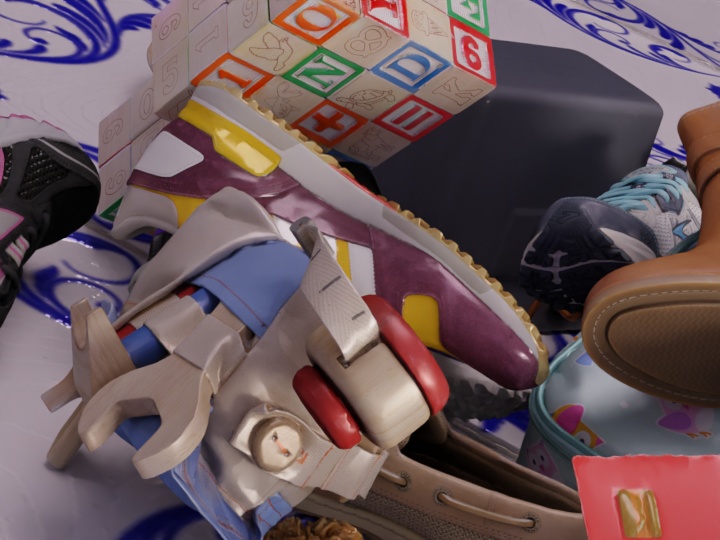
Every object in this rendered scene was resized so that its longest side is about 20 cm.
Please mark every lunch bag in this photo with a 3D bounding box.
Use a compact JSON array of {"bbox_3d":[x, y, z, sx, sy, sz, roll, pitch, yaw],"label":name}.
[{"bbox_3d":[0.182,0.067,0.872,0.160,0.077,0.200,34,52,27],"label":"lunch bag"}]

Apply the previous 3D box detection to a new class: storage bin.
[{"bbox_3d":[0.079,-0.050,1.065,0.199,0.135,0.145,0,30,-42],"label":"storage bin"}]

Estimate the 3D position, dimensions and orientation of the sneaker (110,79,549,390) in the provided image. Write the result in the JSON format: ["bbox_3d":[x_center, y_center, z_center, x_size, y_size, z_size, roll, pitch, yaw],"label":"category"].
[{"bbox_3d":[-0.013,0.007,0.826,0.199,0.090,0.075,36,-2,10],"label":"sneaker"}]

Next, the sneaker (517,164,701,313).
[{"bbox_3d":[0.139,-0.018,1.001,0.077,0.087,0.200,2,-12,26],"label":"sneaker"}]

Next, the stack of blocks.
[{"bbox_3d":[-0.046,-0.085,0.915,0.115,0.200,0.059,22,50,-36],"label":"stack of blocks"}]

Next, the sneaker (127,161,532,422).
[{"bbox_3d":[0.000,0.000,0.894,0.199,0.100,0.070,20,-20,-4],"label":"sneaker"}]

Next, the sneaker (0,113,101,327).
[{"bbox_3d":[-0.175,-0.001,0.815,0.086,0.081,0.200,42,35,16],"label":"sneaker"}]

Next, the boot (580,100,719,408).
[{"bbox_3d":[0.170,-0.020,0.856,0.198,0.074,0.155,0,45,-20],"label":"boot"}]

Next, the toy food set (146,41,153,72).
[{"bbox_3d":[-0.044,-0.102,1.186,0.197,0.049,0.200,27,22,12],"label":"toy food set"}]

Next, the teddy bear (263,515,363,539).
[{"bbox_3d":[-0.001,0.135,0.647,0.144,0.067,0.200,26,21,15],"label":"teddy bear"}]

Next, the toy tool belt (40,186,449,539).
[{"bbox_3d":[-0.051,0.051,0.692,0.125,0.123,0.200,55,-9,-17],"label":"toy tool belt"}]

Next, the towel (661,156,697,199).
[{"bbox_3d":[0.258,-0.007,1.143,0.199,0.035,0.193,30,-5,-1],"label":"towel"}]

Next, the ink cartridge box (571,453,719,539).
[{"bbox_3d":[0.189,0.132,0.707,0.198,0.050,0.162,2,62,-20],"label":"ink cartridge box"}]

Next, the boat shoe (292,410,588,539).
[{"bbox_3d":[0.012,0.074,0.802,0.199,0.065,0.071,30,23,19],"label":"boat shoe"}]
